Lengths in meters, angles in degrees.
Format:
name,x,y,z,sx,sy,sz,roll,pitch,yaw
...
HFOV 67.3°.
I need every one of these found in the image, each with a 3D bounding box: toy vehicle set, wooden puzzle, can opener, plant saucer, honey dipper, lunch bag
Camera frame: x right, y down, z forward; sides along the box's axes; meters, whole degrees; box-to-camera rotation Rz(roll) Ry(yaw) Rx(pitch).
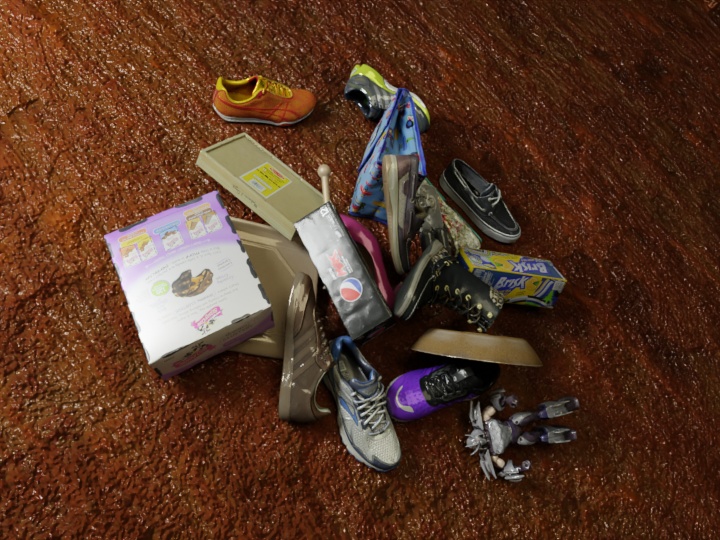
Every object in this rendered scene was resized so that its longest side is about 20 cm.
name,x,y,z,sx,sy,sz,roll,pitch,yaw
toy vehicle set,-0.155,-0.143,0.889,0.199,0.027,0.124,39,36,5
wooden puzzle,-0.154,0.028,0.820,0.180,0.037,0.205,12,63,-17
can opener,0.123,-0.051,0.962,0.052,0.067,0.206,-9,86,-22
plant saucer,0.173,0.112,0.810,0.195,0.200,0.037,8,85,-18
honey dipper,-0.053,-0.072,0.876,0.037,0.038,0.206,-3,83,-24
lunch bag,0.051,-0.211,0.968,0.092,0.151,0.205,14,57,-14

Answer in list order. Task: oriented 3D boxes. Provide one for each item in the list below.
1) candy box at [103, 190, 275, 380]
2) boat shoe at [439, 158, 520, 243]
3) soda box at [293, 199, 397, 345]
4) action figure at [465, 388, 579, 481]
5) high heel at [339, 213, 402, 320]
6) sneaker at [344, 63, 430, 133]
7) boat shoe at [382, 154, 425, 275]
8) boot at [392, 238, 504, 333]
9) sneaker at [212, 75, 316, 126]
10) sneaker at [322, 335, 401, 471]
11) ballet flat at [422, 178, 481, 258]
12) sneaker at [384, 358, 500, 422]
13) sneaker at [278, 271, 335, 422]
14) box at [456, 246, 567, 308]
name,x,y,z,sx,sy,sz,roll,pitch,yaw
candy box,-0.230,0.016,0.734,0.164,0.072,0.203,-24,66,-15
boat shoe,0.245,-0.139,1.061,0.200,0.068,0.071,46,55,6
soda box,-0.023,0.004,0.803,0.070,0.063,0.203,-29,72,4
action figure,0.244,0.246,0.836,0.195,0.069,0.134,-7,88,-22
high heel,0.000,0.000,0.874,0.201,0.067,0.096,49,45,5
sneaker,0.051,-0.330,1.095,0.197,0.074,0.082,31,64,4
boat shoe,0.073,-0.086,0.864,0.063,0.205,0.072,-7,27,3
boot,0.140,0.043,0.828,0.152,0.074,0.204,36,33,3
sneaker,-0.166,-0.311,0.979,0.196,0.077,0.074,-12,65,-30
sneaker,0.001,0.184,0.763,0.076,0.085,0.203,-22,73,-31
ballet flat,0.142,-0.101,1.001,0.064,0.076,0.201,-38,73,-1
sneaker,0.130,0.168,0.815,0.196,0.100,0.071,-10,70,-30
sneaker,-0.070,0.107,0.755,0.073,0.070,0.206,5,89,-4
box,0.265,0.013,0.972,0.195,0.066,0.071,8,31,-19
